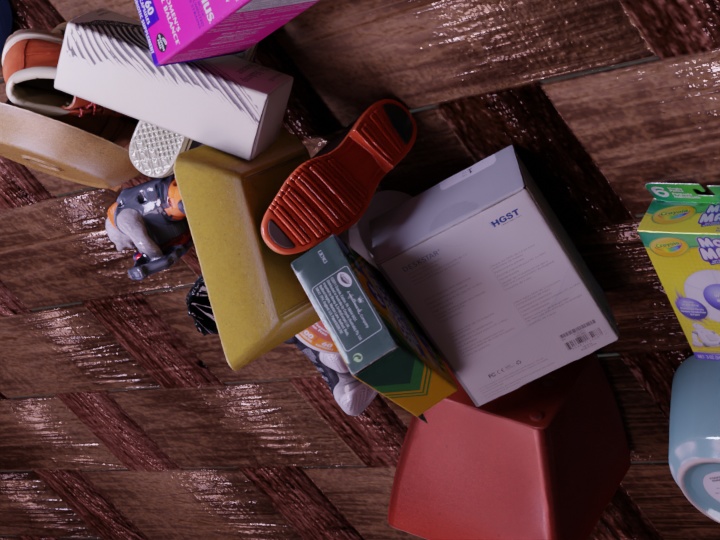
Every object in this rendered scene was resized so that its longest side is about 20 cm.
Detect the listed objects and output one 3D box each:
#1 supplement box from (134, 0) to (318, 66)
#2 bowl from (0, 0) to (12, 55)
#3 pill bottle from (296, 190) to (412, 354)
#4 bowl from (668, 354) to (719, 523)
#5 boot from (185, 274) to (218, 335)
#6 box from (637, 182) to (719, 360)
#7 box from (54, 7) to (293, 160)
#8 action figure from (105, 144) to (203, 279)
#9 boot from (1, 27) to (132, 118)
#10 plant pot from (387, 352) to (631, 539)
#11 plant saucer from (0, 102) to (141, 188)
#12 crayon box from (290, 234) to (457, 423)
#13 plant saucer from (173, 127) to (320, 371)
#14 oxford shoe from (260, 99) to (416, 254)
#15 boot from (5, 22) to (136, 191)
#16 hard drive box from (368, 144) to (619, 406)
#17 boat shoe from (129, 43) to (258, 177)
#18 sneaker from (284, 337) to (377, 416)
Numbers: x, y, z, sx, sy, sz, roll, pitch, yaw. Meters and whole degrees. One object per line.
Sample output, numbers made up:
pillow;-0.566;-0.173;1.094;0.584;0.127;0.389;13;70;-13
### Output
supplement box;-0.103;-0.257;1.494;0.200;0.103;0.101;-24;83;52
bowl;-0.450;-0.290;1.837;0.200;0.039;0.201;22;146;16
pill bottle;0.000;0.000;1.775;0.112;0.112;0.200;35;148;-4
bowl;0.378;0.178;1.701;0.201;0.105;0.201;21;146;15
boot;-0.124;-0.001;1.833;0.073;0.163;0.198;31;149;-2
box;0.325;0.002;1.562;0.117;0.048;0.200;3;136;38
box;-0.170;-0.171;1.607;0.200;0.082;0.068;20;113;8
action figure;-0.178;-0.081;1.799;0.193;0.200;0.105;-29;102;23
boot;-0.249;-0.174;1.712;0.200;0.107;0.075;8;115;-12
plant pot;0.154;0.165;1.811;0.200;0.200;0.176;17;132;24
plant saucer;-0.310;-0.121;1.751;0.200;0.035;0.200;19;174;2
crayon box;0.020;0.056;1.613;0.126;0.052;0.200;60;-171;25
plant saucer;-0.081;-0.030;1.628;0.048;0.200;0.200;-11;99;27
oxford shoe;-0.027;-0.076;1.613;0.071;0.200;0.073;51;147;-7
boot;-0.284;-0.163;1.840;0.155;0.077;0.200;31;138;-12
hard drive box;0.125;0.008;1.644;0.156;0.077;0.200;-27;123;13
boat shoe;-0.154;-0.176;1.677;0.075;0.062;0.200;35;116;5
sneaker;-0.036;0.083;1.965;0.114;0.075;0.200;35;162;24
